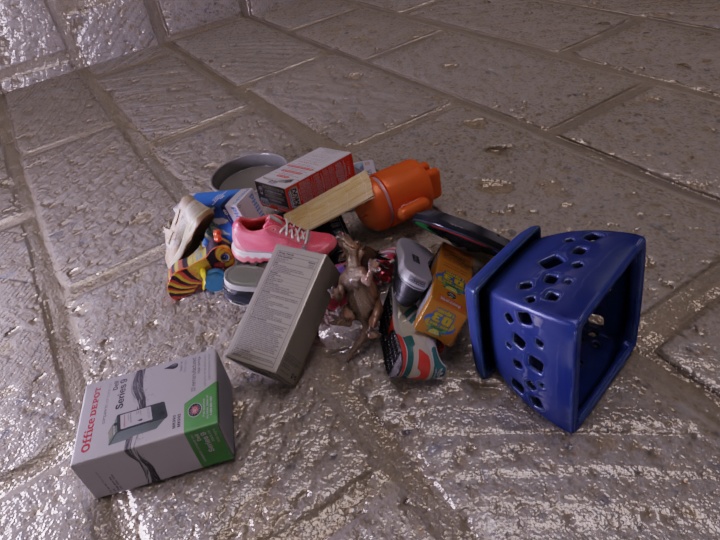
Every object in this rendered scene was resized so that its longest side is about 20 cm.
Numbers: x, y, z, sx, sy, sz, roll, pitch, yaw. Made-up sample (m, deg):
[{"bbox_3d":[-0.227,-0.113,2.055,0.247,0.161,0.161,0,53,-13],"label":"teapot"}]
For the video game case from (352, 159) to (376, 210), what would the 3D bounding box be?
[{"bbox_3d":[-0.055,-0.190,1.281,0.198,0.023,0.183,-11,39,0],"label":"video game case"}]

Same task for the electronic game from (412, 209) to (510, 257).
[{"bbox_3d":[0.182,-0.055,0.957,0.199,0.199,0.042,25,93,36],"label":"electronic game"}]

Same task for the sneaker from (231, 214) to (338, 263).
[{"bbox_3d":[-0.139,-0.059,1.003,0.198,0.087,0.074,1,41,0],"label":"sneaker"}]

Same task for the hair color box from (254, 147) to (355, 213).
[{"bbox_3d":[-0.119,-0.203,1.227,0.110,0.064,0.199,20,42,41],"label":"hair color box"}]

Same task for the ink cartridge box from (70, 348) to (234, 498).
[{"bbox_3d":[-0.289,0.214,0.792,0.198,0.085,0.146,-16,38,-5],"label":"ink cartridge box"}]

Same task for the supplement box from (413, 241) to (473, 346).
[{"bbox_3d":[0.137,0.032,0.885,0.066,0.069,0.200,26,32,-1],"label":"supplement box"}]

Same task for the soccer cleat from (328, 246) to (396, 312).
[{"bbox_3d":[0.000,0.000,0.987,0.199,0.067,0.076,-32,58,-31],"label":"soccer cleat"}]

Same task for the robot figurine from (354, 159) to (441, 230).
[{"bbox_3d":[0.069,-0.154,1.136,0.199,0.117,0.145,-25,75,-17],"label":"robot figurine"}]

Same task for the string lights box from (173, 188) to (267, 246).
[{"bbox_3d":[-0.277,-0.105,1.128,0.198,0.103,0.059,2,42,38],"label":"string lights box"}]

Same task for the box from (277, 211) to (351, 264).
[{"bbox_3d":[-0.104,-0.061,1.114,0.160,0.049,0.201,-18,39,-3],"label":"box"}]

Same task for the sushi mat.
[{"bbox_3d":[-0.064,-0.125,1.085,0.199,0.012,0.096,-26,38,13],"label":"sushi mat"}]

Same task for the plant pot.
[{"bbox_3d":[0.261,0.062,0.770,0.179,0.201,0.200,21,48,41],"label":"plant pot"}]

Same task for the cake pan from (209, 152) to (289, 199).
[{"bbox_3d":[-0.268,-0.226,1.362,0.198,0.037,0.201,-7,39,5],"label":"cake pan"}]

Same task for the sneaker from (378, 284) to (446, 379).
[{"bbox_3d":[0.084,0.099,0.876,0.092,0.071,0.200,13,30,-11],"label":"sneaker"}]

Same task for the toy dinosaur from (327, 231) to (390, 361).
[{"bbox_3d":[0.005,0.038,0.893,0.085,0.202,0.136,-4,8,12],"label":"toy dinosaur"}]

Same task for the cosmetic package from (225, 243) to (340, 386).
[{"bbox_3d":[-0.119,0.068,0.883,0.103,0.073,0.202,13,68,27],"label":"cosmetic package"}]

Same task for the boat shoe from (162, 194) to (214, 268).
[{"bbox_3d":[-0.347,-0.074,1.085,0.065,0.200,0.072,43,47,-2],"label":"boat shoe"}]

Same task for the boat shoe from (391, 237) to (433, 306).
[{"bbox_3d":[0.080,-0.002,0.920,0.068,0.057,0.200,27,20,-3],"label":"boat shoe"}]

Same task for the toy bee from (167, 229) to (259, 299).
[{"bbox_3d":[-0.285,-0.025,1.066,0.199,0.110,0.131,-32,41,-24],"label":"toy bee"}]

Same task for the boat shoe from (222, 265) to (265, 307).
[{"bbox_3d":[-0.144,0.037,0.990,0.198,0.061,0.076,12,43,-5],"label":"boat shoe"}]
